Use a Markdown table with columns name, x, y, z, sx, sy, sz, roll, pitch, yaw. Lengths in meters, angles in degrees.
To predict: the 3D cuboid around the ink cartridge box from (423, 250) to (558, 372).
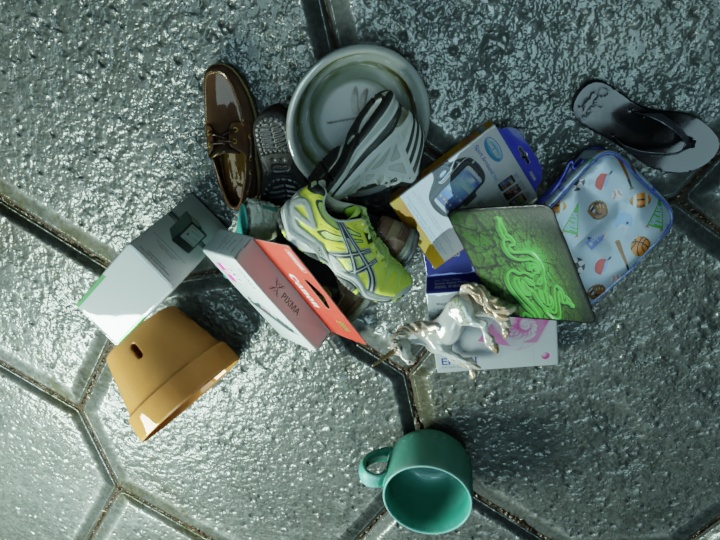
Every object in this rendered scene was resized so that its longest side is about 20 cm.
| name | x | y | z | sx | sy | sz | roll | pitch | yaw |
| --- | --- | --- | --- | --- | --- | --- | --- | --- | --- |
| ink cartridge box | 0.200 | 0.059 | 0.956 | 0.191 | 0.044 | 0.204 | -6 | 117 | 13 |

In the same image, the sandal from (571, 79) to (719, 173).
| name | x | y | z | sx | sy | sz | roll | pitch | yaw |
| --- | --- | --- | --- | --- | --- | --- | --- | --- | --- |
| sandal | 0.365 | -0.177 | 0.807 | 0.196 | 0.043 | 0.077 | 21 | 118 | -1 |

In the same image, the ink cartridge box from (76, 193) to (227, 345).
| name | x | y | z | sx | sy | sz | roll | pitch | yaw |
| --- | --- | --- | --- | --- | --- | --- | --- | --- | --- |
| ink cartridge box | -0.298 | -0.008 | 0.919 | 0.084 | 0.201 | 0.145 | 44 | 115 | -11 |

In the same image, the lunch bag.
| name | x | y | z | sx | sy | sz | roll | pitch | yaw |
| --- | --- | --- | --- | --- | --- | --- | --- | --- | --- |
| lunch bag | 0.305 | -0.061 | 0.844 | 0.159 | 0.076 | 0.201 | 39 | 105 | -7 |

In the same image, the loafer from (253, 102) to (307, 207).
| name | x | y | z | sx | sy | sz | roll | pitch | yaw |
| --- | --- | --- | --- | --- | --- | --- | --- | --- | --- |
| loafer | -0.103 | -0.147 | 0.891 | 0.071 | 0.072 | 0.203 | 5 | 134 | 4 |

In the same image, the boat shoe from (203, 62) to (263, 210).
| name | x | y | z | sx | sy | sz | roll | pitch | yaw |
| --- | --- | --- | --- | --- | --- | --- | --- | --- | --- |
| boat shoe | -0.182 | -0.184 | 0.883 | 0.070 | 0.068 | 0.205 | -2 | 116 | 10 |

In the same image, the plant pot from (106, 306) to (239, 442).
| name | x | y | z | sx | sy | sz | roll | pitch | yaw |
| --- | --- | --- | --- | --- | --- | --- | --- | --- | --- |
| plant pot | -0.315 | 0.156 | 1.021 | 0.200 | 0.200 | 0.141 | -42 | 87 | 25 |

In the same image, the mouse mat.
| name | x | y | z | sx | sy | sz | roll | pitch | yaw |
| --- | --- | --- | --- | --- | --- | --- | --- | --- | --- |
| mouse mat | 0.213 | -0.005 | 0.833 | 0.159 | 0.008 | 0.202 | 2 | 134 | 46 |

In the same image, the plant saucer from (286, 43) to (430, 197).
| name | x | y | z | sx | sy | sz | roll | pitch | yaw |
| --- | --- | --- | --- | --- | --- | --- | --- | --- | --- |
| plant saucer | -0.006 | -0.200 | 0.834 | 0.195 | 0.051 | 0.205 | -9 | 122 | -13 |

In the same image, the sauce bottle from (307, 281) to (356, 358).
| name | x | y | z | sx | sy | sz | roll | pitch | yaw |
| --- | --- | --- | --- | --- | --- | --- | --- | --- | --- |
| sauce bottle | -0.072 | 0.049 | 0.984 | 0.065 | 0.066 | 0.202 | -27 | 109 | 21 |

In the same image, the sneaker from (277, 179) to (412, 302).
| name | x | y | z | sx | sy | sz | roll | pitch | yaw |
| --- | --- | --- | --- | --- | --- | --- | --- | --- | --- |
| sneaker | -0.006 | -0.031 | 0.767 | 0.198 | 0.076 | 0.076 | 33 | 122 | -25 |

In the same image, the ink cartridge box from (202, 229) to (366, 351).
| name | x | y | z | sx | sy | sz | roll | pitch | yaw |
| --- | --- | --- | --- | --- | --- | --- | --- | --- | --- |
| ink cartridge box | -0.102 | 0.036 | 0.848 | 0.172 | 0.044 | 0.201 | 15 | 149 | 49 |

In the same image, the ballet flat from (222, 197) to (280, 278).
| name | x | y | z | sx | sy | sz | roll | pitch | yaw |
| --- | --- | --- | --- | --- | --- | --- | --- | --- | --- |
| ballet flat | -0.160 | -0.040 | 0.928 | 0.071 | 0.073 | 0.200 | 33 | 148 | -8 |

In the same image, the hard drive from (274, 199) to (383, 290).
| name | x | y | z | sx | sy | sz | roll | pitch | yaw |
| --- | --- | --- | --- | --- | --- | --- | --- | --- | --- |
| hard drive | -0.025 | -0.038 | 0.913 | 0.196 | 0.043 | 0.137 | 17 | 120 | -24 |

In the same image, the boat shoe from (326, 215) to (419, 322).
| name | x | y | z | sx | sy | sz | roll | pitch | yaw |
| --- | --- | --- | --- | --- | --- | --- | --- | --- | --- |
| boat shoe | 0.000 | 0.000 | 0.880 | 0.071 | 0.076 | 0.201 | 35 | 116 | -13 |

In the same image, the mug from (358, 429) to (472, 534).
| name | x | y | z | sx | sy | sz | roll | pitch | yaw |
| --- | --- | --- | --- | --- | --- | --- | --- | --- | --- |
| mug | 0.106 | 0.341 | 1.073 | 0.185 | 0.115 | 0.152 | 42 | 116 | -12 |

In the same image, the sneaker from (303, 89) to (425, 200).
| name | x | y | z | sx | sy | sz | roll | pitch | yaw |
| --- | --- | --- | --- | --- | --- | --- | --- | --- | --- |
| sneaker | 0.011 | -0.118 | 0.814 | 0.114 | 0.076 | 0.201 | 34 | 104 | -30 |

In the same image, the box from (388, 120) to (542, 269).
| name | x | y | z | sx | sy | sz | roll | pitch | yaw |
| --- | --- | --- | --- | --- | --- | --- | --- | --- | --- |
| box | 0.149 | -0.109 | 0.867 | 0.198 | 0.042 | 0.120 | -35 | 107 | 9 |

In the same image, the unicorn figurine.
| name | x | y | z | sx | sy | sz | roll | pitch | yaw |
| --- | --- | --- | --- | --- | --- | --- | --- | --- | --- |
| unicorn figurine | 0.131 | 0.098 | 0.934 | 0.136 | 0.074 | 0.202 | 37 | 104 | 3 |
